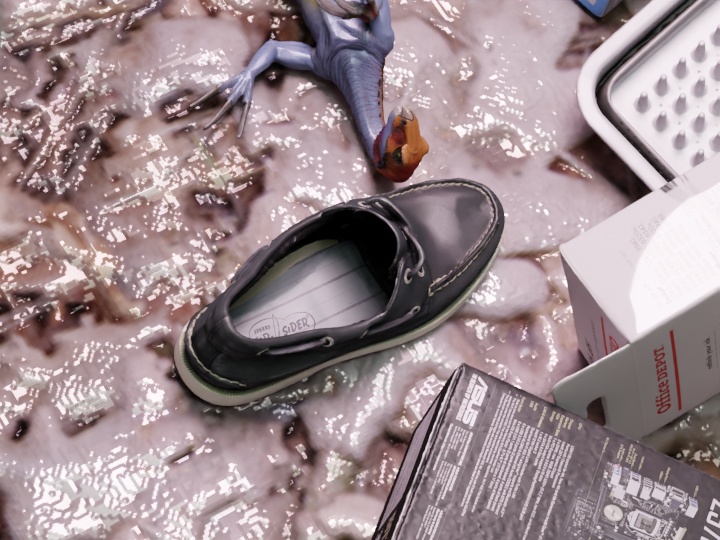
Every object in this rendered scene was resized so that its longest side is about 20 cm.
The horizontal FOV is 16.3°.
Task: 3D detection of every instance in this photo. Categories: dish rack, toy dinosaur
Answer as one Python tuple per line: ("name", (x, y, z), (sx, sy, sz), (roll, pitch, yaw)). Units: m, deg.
("dish rack", (0.232, -0.076, 1.357), (0.172, 0.044, 0.200), (-41, 79, -10))
("toy dinosaur", (0.002, -0.141, 1.326), (0.200, 0.105, 0.182), (-33, 96, -40))

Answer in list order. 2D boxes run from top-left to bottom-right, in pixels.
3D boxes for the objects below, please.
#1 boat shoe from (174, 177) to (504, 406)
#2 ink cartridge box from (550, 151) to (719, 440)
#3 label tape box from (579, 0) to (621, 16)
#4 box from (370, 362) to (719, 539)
("boat shoe", (-0.002, -0.002, 1.257), (0.199, 0.066, 0.075), (-23, 71, -25))
("ink cartridge box", (0.168, 0.008, 1.248), (0.200, 0.116, 0.068), (-30, 61, -6))
("label tape box", (0.153, -0.258, 1.439), (0.143, 0.066, 0.200), (43, 62, 9))
("box", (0.077, 0.171, 1.175), (0.164, 0.086, 0.200), (24, 60, -3))
